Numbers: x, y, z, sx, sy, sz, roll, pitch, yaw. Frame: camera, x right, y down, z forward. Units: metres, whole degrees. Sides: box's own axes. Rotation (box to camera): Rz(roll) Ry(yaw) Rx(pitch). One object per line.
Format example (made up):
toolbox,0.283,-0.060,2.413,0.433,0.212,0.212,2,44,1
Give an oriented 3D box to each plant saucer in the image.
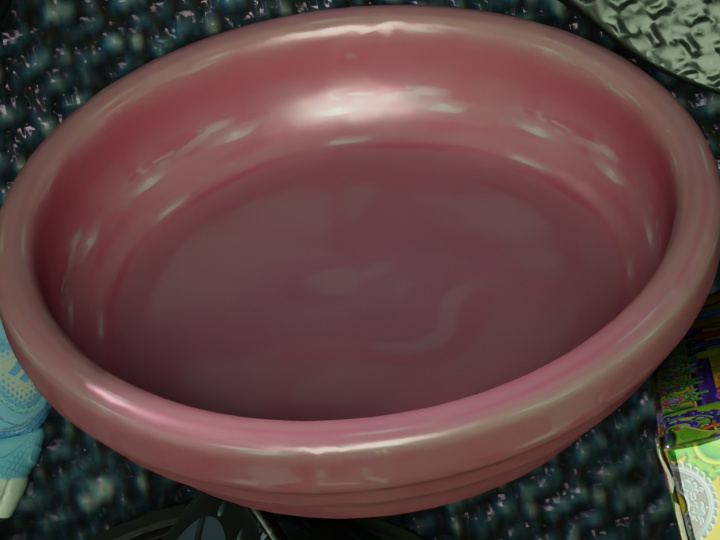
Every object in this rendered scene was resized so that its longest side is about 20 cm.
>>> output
plant saucer,0.000,0.000,0.806,0.199,0.201,0.051,-3,127,5

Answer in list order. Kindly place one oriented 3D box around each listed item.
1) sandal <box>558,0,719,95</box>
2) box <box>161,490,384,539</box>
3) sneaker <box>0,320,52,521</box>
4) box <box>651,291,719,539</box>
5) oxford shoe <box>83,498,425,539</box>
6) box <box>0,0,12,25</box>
sandal,0.063,-0.110,0.850,0.200,0.048,0.076,26,94,14
box,0.038,0.160,0.788,0.200,0.164,0.086,31,101,-33
sneaker,-0.175,-0.005,0.877,0.199,0.078,0.090,30,82,-5
box,0.183,0.059,0.783,0.192,0.200,0.123,-15,97,7
oxford shoe,-0.069,0.120,0.861,0.199,0.085,0.073,-12,140,6
box,-0.163,-0.066,0.793,0.106,0.122,0.201,21,71,1
